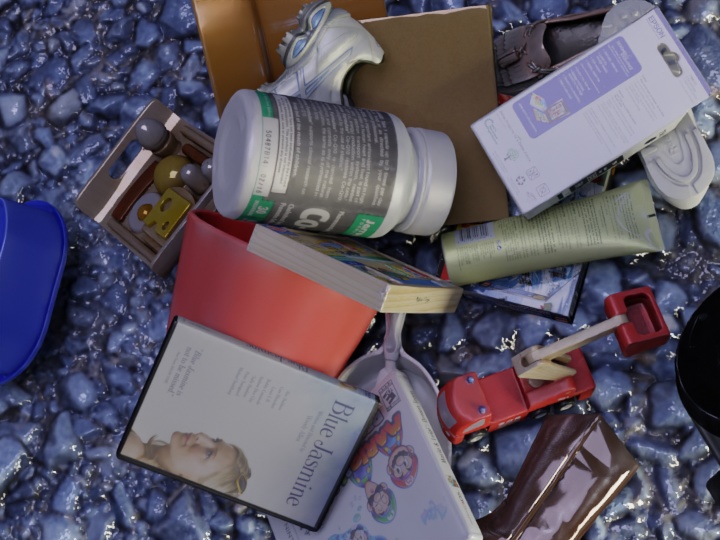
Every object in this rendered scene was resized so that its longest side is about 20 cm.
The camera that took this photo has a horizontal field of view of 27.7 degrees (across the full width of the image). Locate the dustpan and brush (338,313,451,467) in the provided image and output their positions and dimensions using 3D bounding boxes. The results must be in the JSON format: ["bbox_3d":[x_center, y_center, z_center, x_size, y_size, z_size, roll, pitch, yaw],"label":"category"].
[{"bbox_3d":[0.028,0.104,1.382,0.138,0.057,0.202,6,76,18],"label":"dustpan and brush"}]

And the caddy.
[{"bbox_3d":[-0.373,0.017,1.505,0.141,0.105,0.202,3,75,40],"label":"caddy"}]

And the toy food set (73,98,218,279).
[{"bbox_3d":[-0.204,-0.088,1.471,0.144,0.060,0.200,-52,38,-3],"label":"toy food set"}]

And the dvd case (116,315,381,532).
[{"bbox_3d":[-0.100,0.139,1.295,0.199,0.018,0.144,22,106,-12],"label":"dvd case"}]

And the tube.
[{"bbox_3d":[0.175,-0.029,1.344,0.198,0.052,0.059,-14,101,8],"label":"tube"}]

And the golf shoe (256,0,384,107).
[{"bbox_3d":[-0.055,-0.145,1.343,0.097,0.078,0.201,32,105,-1],"label":"golf shoe"}]

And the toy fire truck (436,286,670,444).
[{"bbox_3d":[0.165,0.088,1.298,0.198,0.141,0.049,-18,68,-8],"label":"toy fire truck"}]

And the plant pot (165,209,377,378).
[{"bbox_3d":[-0.096,0.059,1.368,0.199,0.200,0.179,24,98,21],"label":"plant pot"}]

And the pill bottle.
[{"bbox_3d":[-0.023,-0.090,1.290,0.198,0.113,0.114,7,73,-21],"label":"pill bottle"}]

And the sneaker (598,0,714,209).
[{"bbox_3d":[0.272,-0.153,1.359,0.076,0.080,0.202,-16,79,12],"label":"sneaker"}]

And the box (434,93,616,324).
[{"bbox_3d":[0.163,-0.062,1.401,0.136,0.040,0.202,14,79,18],"label":"box"}]

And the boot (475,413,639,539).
[{"bbox_3d":[0.132,0.198,1.326,0.186,0.064,0.201,30,84,18],"label":"boot"}]

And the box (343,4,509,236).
[{"bbox_3d":[0.052,-0.139,1.372,0.162,0.021,0.202,-5,98,9],"label":"box"}]

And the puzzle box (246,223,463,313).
[{"bbox_3d":[0.000,0.000,1.270,0.132,0.200,0.026,24,97,20],"label":"puzzle box"}]

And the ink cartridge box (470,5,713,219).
[{"bbox_3d":[0.208,-0.140,1.313,0.199,0.039,0.100,-31,77,10],"label":"ink cartridge box"}]

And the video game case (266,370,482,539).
[{"bbox_3d":[0.004,0.221,1.317,0.200,0.024,0.183,-44,50,24],"label":"video game case"}]

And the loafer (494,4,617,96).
[{"bbox_3d":[0.195,-0.222,1.424,0.198,0.063,0.073,-14,72,12],"label":"loafer"}]

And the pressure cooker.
[{"bbox_3d":[0.367,0.116,1.213,0.175,0.200,0.180,-5,50,35],"label":"pressure cooker"}]

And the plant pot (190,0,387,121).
[{"bbox_3d":[-0.071,-0.250,1.454,0.182,0.200,0.202,-14,70,-4],"label":"plant pot"}]

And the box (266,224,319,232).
[{"bbox_3d":[-0.008,-0.110,1.446,0.198,0.032,0.122,-18,60,1],"label":"box"}]
